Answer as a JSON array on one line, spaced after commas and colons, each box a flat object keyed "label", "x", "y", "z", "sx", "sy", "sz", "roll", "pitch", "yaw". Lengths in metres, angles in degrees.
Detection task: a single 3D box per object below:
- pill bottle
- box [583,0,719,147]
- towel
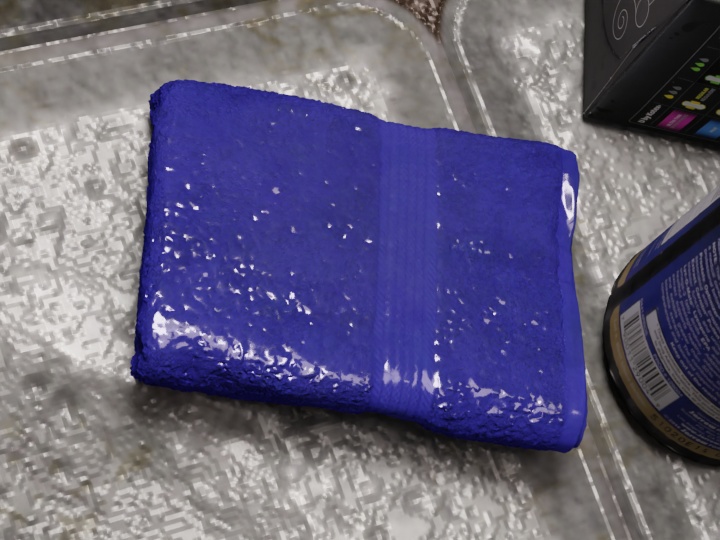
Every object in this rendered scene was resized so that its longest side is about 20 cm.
[{"label": "pill bottle", "x": 0.189, "y": 0.004, "z": 0.869, "sx": 0.111, "sy": 0.200, "sz": 0.113, "roll": 7, "pitch": 67, "yaw": -17}, {"label": "box", "x": 0.219, "y": -0.141, "z": 0.979, "sx": 0.199, "sy": 0.124, "sz": 0.149, "roll": 11, "pitch": 65, "yaw": -14}, {"label": "towel", "x": 0.000, "y": 0.000, "z": 0.893, "sx": 0.199, "sy": 0.050, "sz": 0.149, "roll": 10, "pitch": 60, "yaw": -15}]
